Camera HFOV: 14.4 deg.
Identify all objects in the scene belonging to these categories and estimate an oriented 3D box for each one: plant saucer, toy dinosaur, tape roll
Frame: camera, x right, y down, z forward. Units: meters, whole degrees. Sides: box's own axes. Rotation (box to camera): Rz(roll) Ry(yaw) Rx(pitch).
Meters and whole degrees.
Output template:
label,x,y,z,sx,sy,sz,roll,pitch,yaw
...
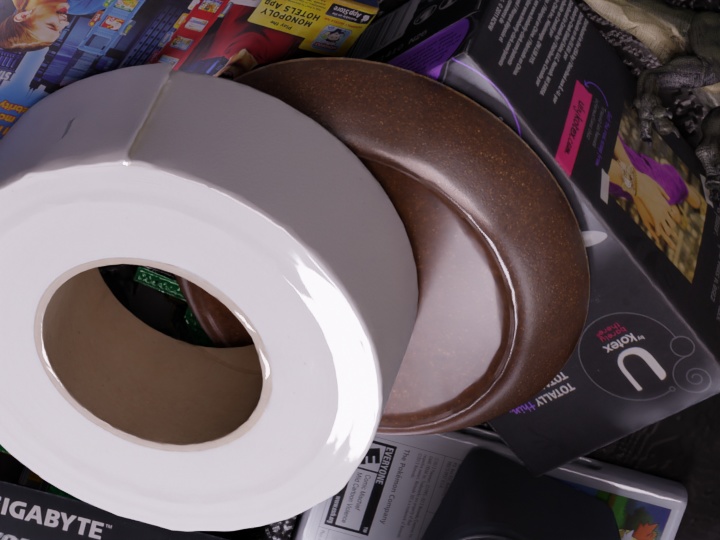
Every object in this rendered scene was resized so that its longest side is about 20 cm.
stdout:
label,x,y,z,sx,sy,sz,roll,pitch,yaw
plant saucer,0.000,0.000,1.245,0.199,0.035,0.201,11,129,15
toy dinosaur,0.155,-0.086,1.278,0.199,0.089,0.047,24,152,-21
tape roll,-0.079,0.014,1.212,0.201,0.071,0.203,10,130,12

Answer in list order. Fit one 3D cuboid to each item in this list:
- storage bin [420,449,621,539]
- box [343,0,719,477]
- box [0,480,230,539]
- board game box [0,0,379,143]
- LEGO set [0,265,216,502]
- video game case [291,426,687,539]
label,x,y,z,sx,sy,sz,roll,pitch,yaw
storage bin,0.047,0.186,1.358,0.145,0.134,0.201,24,111,-9
box,0.076,-0.027,1.286,0.122,0.106,0.200,-27,112,34
box,-0.116,0.158,1.351,0.158,0.200,0.046,15,71,-5
board game box,-0.130,-0.090,1.244,0.199,0.062,0.200,14,134,-36
LEGO set,-0.151,0.042,1.355,0.199,0.116,0.155,13,85,-14
video game case,0.048,0.172,1.437,0.181,0.022,0.201,16,113,-5
